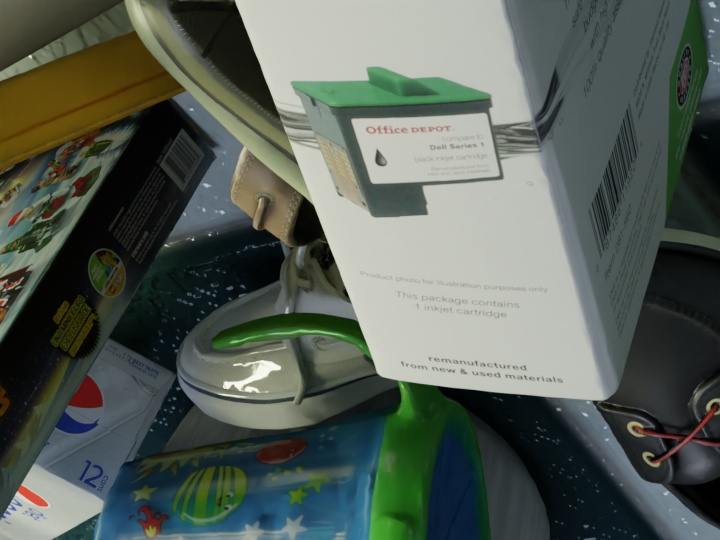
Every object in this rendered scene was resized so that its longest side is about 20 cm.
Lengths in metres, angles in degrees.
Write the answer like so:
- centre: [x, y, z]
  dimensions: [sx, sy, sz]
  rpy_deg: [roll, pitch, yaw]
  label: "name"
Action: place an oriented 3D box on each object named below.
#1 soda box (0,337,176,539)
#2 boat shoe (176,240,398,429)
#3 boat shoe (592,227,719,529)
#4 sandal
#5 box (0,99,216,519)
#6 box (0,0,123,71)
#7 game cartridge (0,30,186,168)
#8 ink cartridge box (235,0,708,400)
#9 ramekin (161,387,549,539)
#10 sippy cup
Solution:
- centre: [-0.143, 0.073, 0.942]
  dimensions: [0.068, 0.064, 0.200]
  rpy_deg: [29, 161, -9]
  label: "soda box"
- centre: [0.000, 0.003, 0.818]
  dimensions: [0.202, 0.075, 0.086]
  rpy_deg: [-11, 134, 33]
  label: "boat shoe"
- centre: [0.123, 0.043, 0.764]
  dimensions: [0.074, 0.063, 0.201]
  rpy_deg: [-17, 148, 24]
  label: "boat shoe"
- centre: [-0.020, -0.049, 0.701]
  dimensions: [0.057, 0.080, 0.201]
  rpy_deg: [-7, 140, 34]
  label: "sandal"
- centre: [-0.150, 0.025, 0.814]
  dimensions: [0.137, 0.200, 0.040]
  rpy_deg: [-18, 124, 40]
  label: "box"
- centre: [-0.122, -0.143, 0.662]
  dimensions: [0.200, 0.050, 0.158]
  rpy_deg: [-23, 138, 32]
  label: "box"
- centre: [-0.141, -0.042, 0.754]
  dimensions: [0.200, 0.176, 0.033]
  rpy_deg: [-15, 100, 40]
  label: "game cartridge"
- centre: [0.038, -0.082, 0.629]
  dimensions: [0.084, 0.146, 0.200]
  rpy_deg: [4, 140, 23]
  label: "ink cartridge box"
- centre: [-0.009, 0.129, 0.957]
  dimensions: [0.200, 0.105, 0.200]
  rpy_deg: [14, 144, 11]
  label: "ramekin"
- centre: [-0.026, 0.116, 0.790]
  dimensions: [0.130, 0.178, 0.140]
  rpy_deg: [-1, 153, 13]
  label: "sippy cup"
